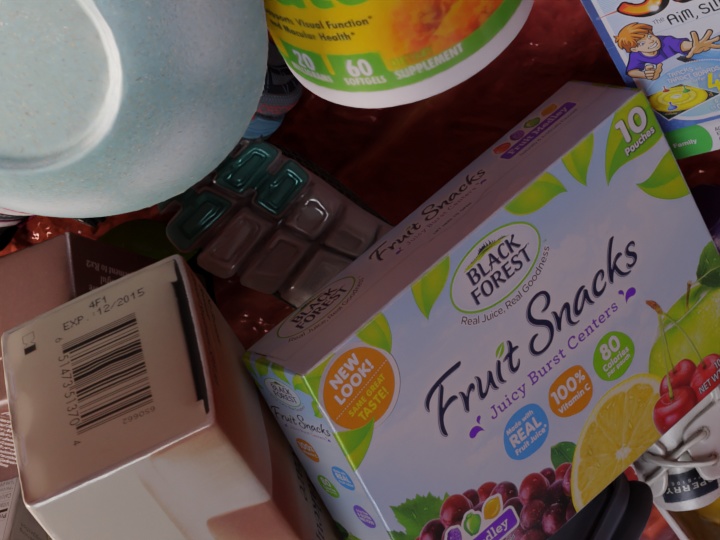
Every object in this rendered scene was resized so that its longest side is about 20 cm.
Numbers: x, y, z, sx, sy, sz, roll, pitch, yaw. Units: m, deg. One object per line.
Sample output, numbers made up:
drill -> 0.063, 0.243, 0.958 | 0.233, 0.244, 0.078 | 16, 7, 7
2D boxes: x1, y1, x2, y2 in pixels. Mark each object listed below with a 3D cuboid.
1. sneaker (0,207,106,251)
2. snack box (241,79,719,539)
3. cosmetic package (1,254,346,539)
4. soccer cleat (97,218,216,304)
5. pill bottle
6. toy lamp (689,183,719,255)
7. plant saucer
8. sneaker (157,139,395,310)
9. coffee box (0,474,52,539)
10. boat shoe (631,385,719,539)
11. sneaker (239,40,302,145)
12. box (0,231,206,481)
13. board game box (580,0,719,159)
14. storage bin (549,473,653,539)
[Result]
sneaker -> -0.137, -0.047, 1.279 | 0.087, 0.074, 0.200 | 18, 158, -5
snack box -> 0.064, 0.033, 1.255 | 0.053, 0.200, 0.142 | 15, 140, 55
cosmetic package -> -0.063, 0.102, 1.234 | 0.087, 0.104, 0.200 | -24, 135, 7
soccer cleat -> -0.089, 0.076, 1.382 | 0.081, 0.067, 0.201 | 3, 102, 39
pill bottle -> -0.012, -0.167, 1.133 | 0.111, 0.111, 0.200 | -10, 136, 18
toy lamp -> 0.198, 0.033, 1.375 | 0.058, 0.058, 0.200 | -19, 132, 26
plant saucer -> -0.136, -0.092, 1.133 | 0.200, 0.039, 0.201 | 9, 128, 12
sneaker -> 0.000, 0.000, 1.323 | 0.200, 0.091, 0.078 | 41, 99, -9
coffee box -> -0.158, 0.137, 1.428 | 0.080, 0.200, 0.114 | -18, 134, 28
boat shoe -> 0.158, 0.081, 1.424 | 0.071, 0.070, 0.200 | -9, 137, 17
sneaker -> -0.068, -0.123, 1.212 | 0.096, 0.079, 0.200 | -46, 144, 6
box -> -0.173, 0.049, 1.334 | 0.200, 0.075, 0.100 | -16, 160, 31
board game box -> 0.196, -0.122, 1.215 | 0.199, 0.035, 0.135 | -14, 135, 22
storage bin -> 0.022, 0.108, 1.422 | 0.134, 0.146, 0.200 | 43, 153, -22
